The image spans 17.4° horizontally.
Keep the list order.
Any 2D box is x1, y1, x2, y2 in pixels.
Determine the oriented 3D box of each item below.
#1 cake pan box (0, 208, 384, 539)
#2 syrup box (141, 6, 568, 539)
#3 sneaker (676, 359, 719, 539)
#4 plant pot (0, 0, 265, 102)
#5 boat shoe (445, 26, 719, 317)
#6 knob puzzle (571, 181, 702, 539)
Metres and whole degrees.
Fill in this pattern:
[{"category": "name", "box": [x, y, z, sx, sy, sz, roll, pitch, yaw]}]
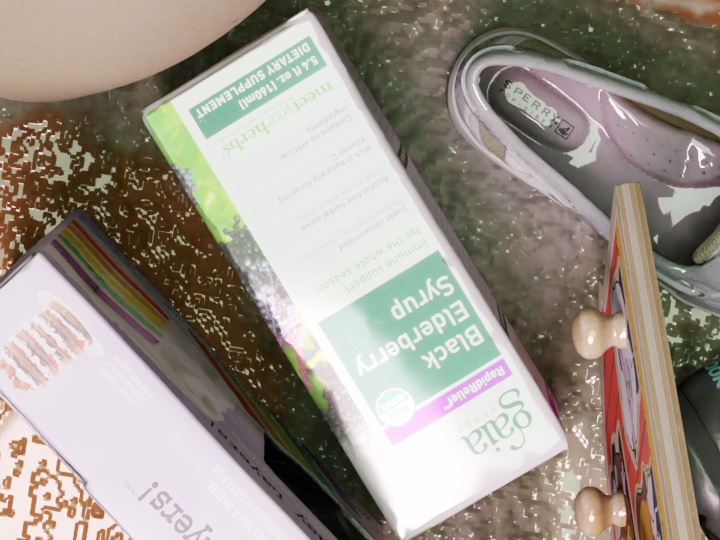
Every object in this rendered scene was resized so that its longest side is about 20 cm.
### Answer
[{"category": "cake pan box", "box": [-0.064, 0.070, 0.899, 0.052, 0.184, 0.200, -42, 95, 5]}, {"category": "syrup box", "box": [0.000, 0.000, 0.942, 0.079, 0.081, 0.200, -31, 95, 5]}, {"category": "sneaker", "box": [0.193, 0.121, 0.961, 0.079, 0.075, 0.200, -32, 97, 1]}, {"category": "plant pot", "box": [-0.116, -0.143, 0.887, 0.200, 0.200, 0.135, 29, 131, -4]}, {"category": "boat shoe", "box": [0.126, -0.033, 0.946, 0.202, 0.065, 0.075, 32, 96, -4]}, {"category": "knob puzzle", "box": [0.100, 0.093, 0.906, 0.030, 0.220, 0.220, -6, 97, 0]}]
